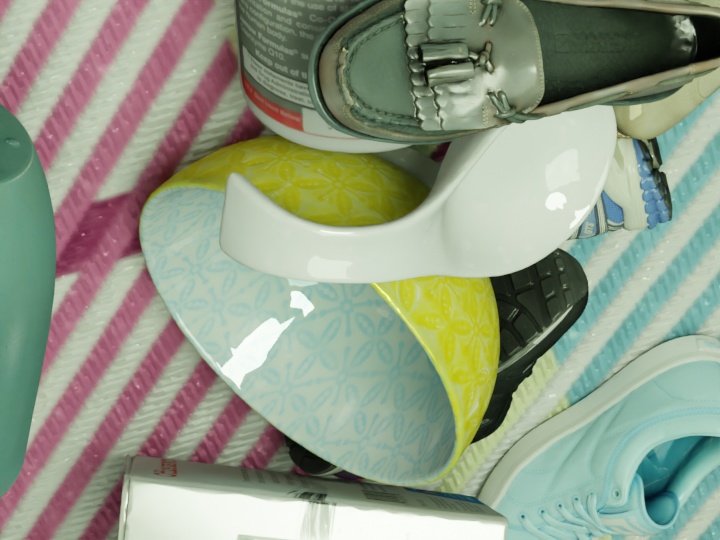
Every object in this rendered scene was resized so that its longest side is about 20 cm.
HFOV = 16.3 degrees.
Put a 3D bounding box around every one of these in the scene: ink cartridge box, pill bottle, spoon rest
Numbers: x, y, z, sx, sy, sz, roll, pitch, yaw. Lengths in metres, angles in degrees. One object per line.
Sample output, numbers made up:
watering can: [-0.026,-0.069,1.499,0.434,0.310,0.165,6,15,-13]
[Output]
ink cartridge box: [-0.031,0.154,1.347,0.200,0.146,0.084,6,90,-4]
pill bottle: [-0.003,-0.161,1.111,0.114,0.114,0.200,-7,134,-5]
spoon rest: [0.037,-0.031,1.123,0.200,0.061,0.099,-14,130,-30]

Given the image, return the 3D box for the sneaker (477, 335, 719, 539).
sneaker: [0.137,0.123,1.424,0.074,0.082,0.200,26,123,-29]

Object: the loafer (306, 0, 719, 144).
loafer: [0.074,-0.096,1.075,0.200,0.063,0.072,-10,95,-31]

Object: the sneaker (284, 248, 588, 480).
sneaker: [0.055,0.050,1.357,0.200,0.076,0.088,-34,145,31]

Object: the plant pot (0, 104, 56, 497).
plant pot: [-0.231,-0.002,1.164,0.200,0.201,0.161,10,119,-20]

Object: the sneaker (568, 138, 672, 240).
sneaker: [0.086,-0.078,1.235,0.085,0.077,0.200,-21,133,14]

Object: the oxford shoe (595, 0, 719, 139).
oxford shoe: [0.187,-0.133,1.160,0.200,0.074,0.071,-50,135,5]

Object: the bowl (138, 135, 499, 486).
bowl: [0.000,0.000,1.249,0.108,0.200,0.200,-46,141,-27]
